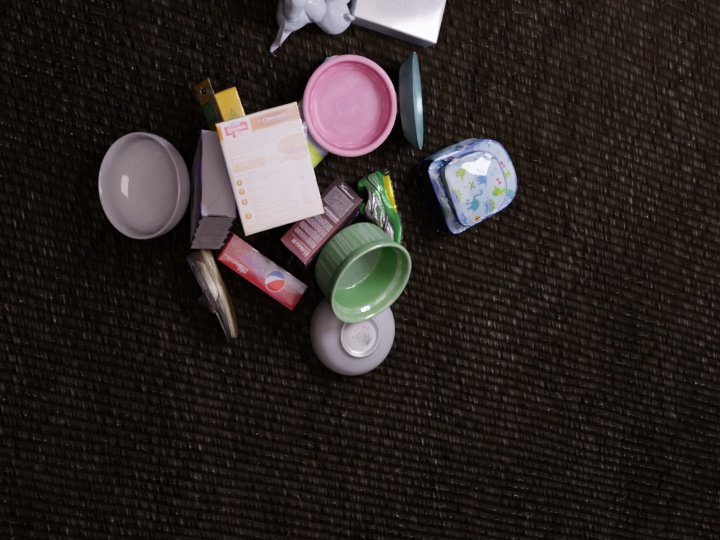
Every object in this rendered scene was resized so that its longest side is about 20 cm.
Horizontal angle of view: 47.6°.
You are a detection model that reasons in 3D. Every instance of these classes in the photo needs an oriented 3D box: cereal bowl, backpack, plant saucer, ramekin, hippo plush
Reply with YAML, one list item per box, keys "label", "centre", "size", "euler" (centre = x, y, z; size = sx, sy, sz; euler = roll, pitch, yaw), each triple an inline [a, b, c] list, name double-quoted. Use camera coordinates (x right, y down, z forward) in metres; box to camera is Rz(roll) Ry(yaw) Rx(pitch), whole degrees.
- label: "cereal bowl"
  centre: [-0.417, -0.167, 1.618]
  size: [0.195, 0.083, 0.206]
  euler: [2, 95, 21]
- label: "backpack"
  centre: [0.249, -0.194, 1.819]
  size: [0.197, 0.147, 0.187]
  euler: [-27, 105, -15]
- label: "plant saucer"
  centre: [-0.023, -0.342, 1.699]
  size: [0.195, 0.051, 0.206]
  euler: [-1, 103, -2]
- label: "ramekin"
  centre: [0.000, 0.000, 1.703]
  size: [0.196, 0.098, 0.203]
  euler: [-23, 138, -22]
- label: "hippo plush"
  centre: [-0.086, -0.547, 1.670]
  size: [0.157, 0.159, 0.206]
  euler: [6, 94, -17]
- label: "plant saucer"
  centre: [0.107, -0.360, 1.746]
  size: [0.035, 0.200, 0.206]
  euler: [-2, 98, 9]
- label: "cereal bowl"
  centre: [-0.011, 0.136, 1.808]
  size: [0.195, 0.083, 0.206]
  euler: [-2, 95, -17]

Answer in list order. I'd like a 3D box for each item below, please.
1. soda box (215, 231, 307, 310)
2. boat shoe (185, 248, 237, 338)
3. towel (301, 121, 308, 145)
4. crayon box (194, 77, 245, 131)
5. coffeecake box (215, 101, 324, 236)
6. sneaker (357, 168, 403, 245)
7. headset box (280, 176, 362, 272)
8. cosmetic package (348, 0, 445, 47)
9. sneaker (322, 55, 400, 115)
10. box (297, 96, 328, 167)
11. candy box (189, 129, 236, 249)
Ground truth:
- label: "soda box"
  centre: [-0.211, 0.001, 1.737]
  size: [0.198, 0.070, 0.064]
  euler: [35, 88, -17]
- label: "boat shoe"
  centre: [-0.311, 0.051, 1.718]
  size: [0.063, 0.073, 0.205]
  euler: [-18, 98, -3]
- label: "towel"
  centre: [-0.145, -0.210, 1.620]
  size: [0.083, 0.200, 0.171]
  euler: [-4, 99, -17]
- label: "crayon box"
  centre: [-0.267, -0.289, 1.657]
  size: [0.051, 0.125, 0.204]
  euler: [-24, 103, -21]
- label: "coffeecake box"
  centre: [-0.164, -0.185, 1.479]
  size: [0.150, 0.073, 0.205]
  euler: [-15, 101, -6]
- label: "sneaker"
  centre: [0.044, -0.115, 1.801]
  size: [0.083, 0.078, 0.205]
  euler: [-14, 83, -4]
- label: "headset box"
  centre: [-0.089, -0.086, 1.719]
  size: [0.075, 0.149, 0.200]
  euler: [42, 82, 2]
- label: "cosmetic package"
  centre: [0.076, -0.563, 1.764]
  size: [0.195, 0.071, 0.104]
  euler: [14, 92, -18]
- label: "sneaker"
  centre: [0.007, -0.399, 1.756]
  size: [0.197, 0.081, 0.078]
  euler: [28, 89, -17]
- label: "box"
  centre: [-0.118, -0.287, 1.746]
  size: [0.200, 0.048, 0.122]
  euler: [-46, 106, -7]
- label: "candy box"
  centre: [-0.291, -0.153, 1.605]
  size: [0.070, 0.200, 0.172]
  euler: [2, 73, -17]
